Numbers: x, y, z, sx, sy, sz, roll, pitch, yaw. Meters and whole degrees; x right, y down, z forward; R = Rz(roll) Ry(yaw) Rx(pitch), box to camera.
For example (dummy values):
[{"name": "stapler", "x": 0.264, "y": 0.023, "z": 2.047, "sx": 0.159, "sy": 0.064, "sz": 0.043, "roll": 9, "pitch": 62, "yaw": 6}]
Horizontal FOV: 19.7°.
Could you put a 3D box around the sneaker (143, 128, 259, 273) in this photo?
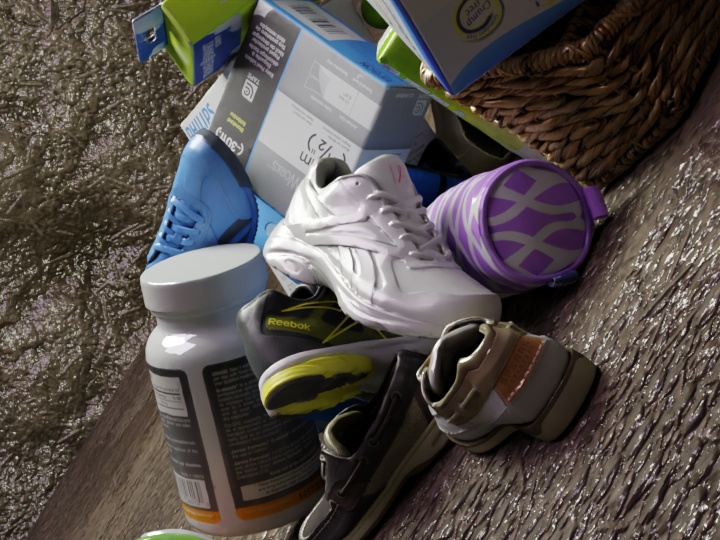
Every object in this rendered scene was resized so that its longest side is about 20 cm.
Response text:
[{"name": "sneaker", "x": -0.128, "y": -0.024, "z": 1.603, "sx": 0.078, "sy": 0.066, "sz": 0.201, "roll": -34, "pitch": -27, "yaw": -27}]

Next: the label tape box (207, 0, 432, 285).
[{"name": "label tape box", "x": -0.046, "y": -0.086, "z": 1.574, "sx": 0.066, "sy": 0.143, "sz": 0.201, "roll": -4, "pitch": -56, "yaw": -53}]

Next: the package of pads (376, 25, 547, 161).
[{"name": "package of pads", "x": 0.125, "y": -0.192, "z": 1.468, "sx": 0.201, "sy": 0.154, "sz": 0.068, "roll": -56, "pitch": 9, "yaw": 8}]

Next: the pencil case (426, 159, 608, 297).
[{"name": "pencil case", "x": 0.088, "y": -0.022, "z": 1.359, "sx": 0.085, "sy": 0.084, "sz": 0.200, "roll": -24, "pitch": 2, "yaw": -18}]

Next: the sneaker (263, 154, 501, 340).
[{"name": "sneaker", "x": 0.016, "y": -0.020, "z": 1.312, "sx": 0.200, "sy": 0.078, "sz": 0.100, "roll": 27, "pitch": 106, "yaw": 42}]

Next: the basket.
[{"name": "basket", "x": 0.150, "y": -0.181, "z": 1.323, "sx": 0.143, "sy": 0.149, "sz": 0.201, "roll": -45, "pitch": 16, "yaw": 55}]

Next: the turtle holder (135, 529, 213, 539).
[{"name": "turtle holder", "x": -0.132, "y": 0.277, "z": 1.470, "sx": 0.132, "sy": 0.140, "sz": 0.187, "roll": 14, "pitch": -112, "yaw": -85}]

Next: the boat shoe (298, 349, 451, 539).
[{"name": "boat shoe", "x": 0.005, "y": 0.118, "z": 1.382, "sx": 0.200, "sy": 0.065, "sz": 0.073, "roll": -53, "pitch": 12, "yaw": 35}]

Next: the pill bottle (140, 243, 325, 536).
[{"name": "pill bottle", "x": -0.098, "y": 0.089, "z": 1.560, "sx": 0.116, "sy": 0.116, "sz": 0.201, "roll": -90, "pitch": -12, "yaw": -75}]

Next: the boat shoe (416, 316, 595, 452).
[{"name": "boat shoe", "x": 0.072, "y": 0.059, "z": 1.212, "sx": 0.075, "sy": 0.068, "sz": 0.200, "roll": -61, "pitch": 9, "yaw": -15}]

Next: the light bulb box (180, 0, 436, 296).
[{"name": "light bulb box", "x": -0.033, "y": -0.095, "z": 1.743, "sx": 0.124, "sy": 0.201, "sz": 0.198, "roll": -33, "pitch": -1, "yaw": -20}]

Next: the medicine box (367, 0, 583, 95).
[{"name": "medicine box", "x": 0.075, "y": -0.234, "z": 1.305, "sx": 0.182, "sy": 0.103, "sz": 0.200, "roll": -36, "pitch": 34, "yaw": 1}]

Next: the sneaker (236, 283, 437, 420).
[{"name": "sneaker", "x": -0.004, "y": 0.041, "z": 1.401, "sx": 0.074, "sy": 0.085, "sz": 0.199, "roll": -39, "pitch": -19, "yaw": 31}]

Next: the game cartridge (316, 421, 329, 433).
[{"name": "game cartridge", "x": -0.072, "y": 0.072, "z": 1.721, "sx": 0.042, "sy": 0.133, "sz": 0.200, "roll": -54, "pitch": 10, "yaw": 8}]

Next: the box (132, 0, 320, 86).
[{"name": "box", "x": -0.082, "y": -0.217, "z": 1.615, "sx": 0.200, "sy": 0.048, "sz": 0.122, "roll": -36, "pitch": -6, "yaw": -9}]

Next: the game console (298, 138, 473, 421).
[{"name": "game console", "x": 0.000, "y": 0.000, "z": 1.525, "sx": 0.118, "sy": 0.170, "sz": 0.201, "roll": 34, "pitch": 106, "yaw": 38}]

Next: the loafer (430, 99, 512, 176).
[{"name": "loafer", "x": 0.098, "y": -0.121, "z": 1.650, "sx": 0.068, "sy": 0.075, "sz": 0.201, "roll": -49, "pitch": 23, "yaw": 39}]

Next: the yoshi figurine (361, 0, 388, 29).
[{"name": "yoshi figurine", "x": 0.093, "y": -0.252, "z": 1.673, "sx": 0.113, "sy": 0.199, "sz": 0.112, "roll": 80, "pitch": 177, "yaw": -54}]
